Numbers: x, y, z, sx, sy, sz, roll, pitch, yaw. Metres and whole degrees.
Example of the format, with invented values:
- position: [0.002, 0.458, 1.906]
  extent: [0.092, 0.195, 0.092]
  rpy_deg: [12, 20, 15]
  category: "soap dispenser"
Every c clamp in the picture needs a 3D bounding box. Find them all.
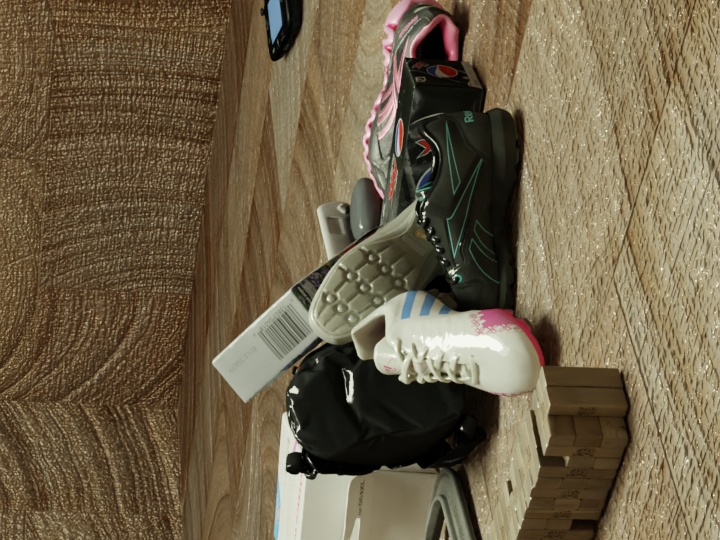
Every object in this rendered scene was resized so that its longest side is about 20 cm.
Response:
- position: [0.071, 0.275, 1.696]
  extent: [0.201, 0.027, 0.172]
  rpy_deg: [-99, 16, -50]
  category: "c clamp"

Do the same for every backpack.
- position: [0.020, 0.110, 1.700]
  extent: [0.200, 0.166, 0.128]
  rpy_deg: [57, -155, -81]
  category: "backpack"

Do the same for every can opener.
- position: [0.000, 0.000, 1.863]
  extent: [0.067, 0.052, 0.201]
  rpy_deg: [112, 155, -46]
  category: "can opener"

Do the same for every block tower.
- position: [0.127, 0.153, 1.337]
  extent: [0.054, 0.057, 0.201]
  rpy_deg: [-97, 13, -48]
  category: "block tower"

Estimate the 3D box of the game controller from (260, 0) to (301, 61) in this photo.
- position: [-0.118, -0.378, 2.954]
  extent: [0.200, 0.042, 0.105]
  rpy_deg: [135, 137, -76]
  category: "game controller"

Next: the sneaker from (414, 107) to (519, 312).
- position: [0.080, -0.030, 1.601]
  extent: [0.075, 0.079, 0.202]
  rpy_deg: [175, 97, -79]
  category: "sneaker"

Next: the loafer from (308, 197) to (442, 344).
- position: [0.031, -0.004, 1.657]
  extent: [0.070, 0.200, 0.070]
  rpy_deg: [45, 153, 10]
  category: "loafer"

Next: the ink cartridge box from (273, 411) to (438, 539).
- position: [-0.006, 0.223, 1.870]
  extent: [0.200, 0.124, 0.130]
  rpy_deg: [-125, 39, -74]
  category: "ink cartridge box"

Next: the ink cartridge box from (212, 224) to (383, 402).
- position: [-0.038, 0.034, 1.738]
  extent: [0.109, 0.050, 0.200]
  rpy_deg: [-42, -3, 29]
  category: "ink cartridge box"

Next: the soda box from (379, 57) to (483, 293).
- position: [0.059, -0.083, 1.776]
  extent: [0.071, 0.063, 0.201]
  rpy_deg: [-106, 21, -61]
  category: "soda box"

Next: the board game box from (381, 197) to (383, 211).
- position: [0.030, 0.016, 1.957]
  extent: [0.151, 0.046, 0.202]
  rpy_deg: [170, 103, -79]
  category: "board game box"

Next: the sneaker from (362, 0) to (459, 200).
- position: [0.056, -0.148, 1.827]
  extent: [0.095, 0.078, 0.202]
  rpy_deg: [-155, 67, -67]
  category: "sneaker"

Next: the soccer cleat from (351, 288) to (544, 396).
- position: [0.063, 0.064, 1.517]
  extent: [0.200, 0.086, 0.070]
  rpy_deg: [17, 127, 62]
  category: "soccer cleat"
